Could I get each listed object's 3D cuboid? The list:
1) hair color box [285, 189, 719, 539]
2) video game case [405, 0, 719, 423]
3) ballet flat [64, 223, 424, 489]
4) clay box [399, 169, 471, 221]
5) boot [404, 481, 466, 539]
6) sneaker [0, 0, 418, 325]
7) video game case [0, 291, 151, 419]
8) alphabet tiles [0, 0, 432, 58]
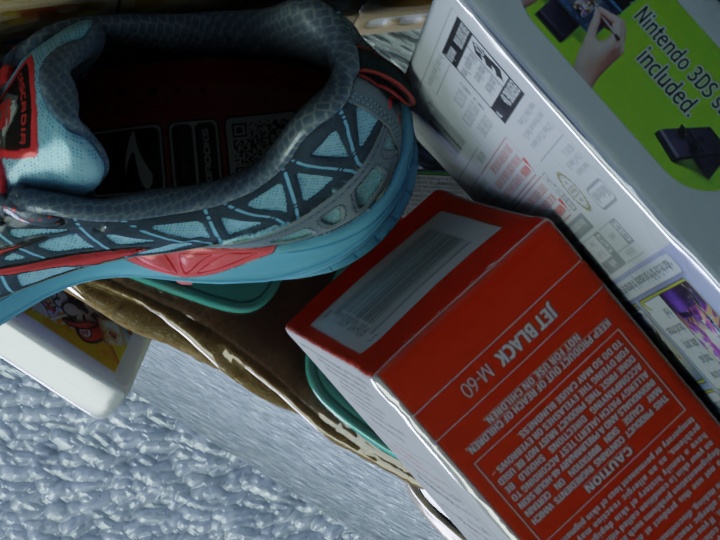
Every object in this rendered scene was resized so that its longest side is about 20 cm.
[{"bbox_3d":[0.075,0.074,0.764,0.200,0.064,0.111,51,173,-13],"label":"hair color box"},{"bbox_3d":[0.087,0.000,0.701,0.181,0.045,0.200,49,175,2],"label":"video game case"},{"bbox_3d":[-0.019,0.014,0.849,0.199,0.068,0.072,24,168,-3],"label":"ballet flat"},{"bbox_3d":[0.000,0.000,1.030,0.114,0.048,0.200,2,174,-5],"label":"clay box"},{"bbox_3d":[0.083,0.045,0.908,0.200,0.073,0.151,25,148,38],"label":"boot"},{"bbox_3d":[-0.086,-0.033,0.730,0.096,0.199,0.080,85,171,-71],"label":"sneaker"},{"bbox_3d":[-0.146,-0.059,1.050,0.200,0.182,0.023,34,127,-11],"label":"video game case"},{"bbox_3d":[-0.046,-0.068,0.743,0.166,0.008,0.200,-7,175,-7],"label":"alphabet tiles"}]
